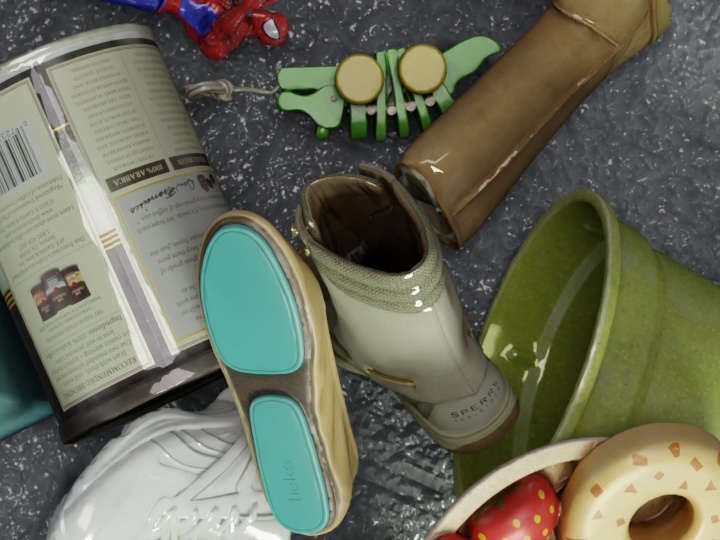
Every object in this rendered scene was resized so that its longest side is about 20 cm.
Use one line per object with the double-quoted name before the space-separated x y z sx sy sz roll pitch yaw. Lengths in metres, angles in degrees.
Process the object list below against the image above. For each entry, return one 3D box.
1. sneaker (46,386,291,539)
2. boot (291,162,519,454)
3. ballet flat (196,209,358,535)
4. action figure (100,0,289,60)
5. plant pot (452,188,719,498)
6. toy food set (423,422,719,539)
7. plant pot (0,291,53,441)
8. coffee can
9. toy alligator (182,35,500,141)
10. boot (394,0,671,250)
"sneaker" -0.085 0.127 0.930 0.199 0.078 0.100 -25 67 -44
"boot" 0.000 0.000 0.922 0.072 0.155 0.200 -39 43 -11
"ballet flat" -0.041 0.048 0.885 0.068 0.063 0.202 4 120 24
"action figure" -0.122 -0.184 0.963 0.198 0.099 0.066 18 56 -23
"plant pot" 0.176 0.079 0.956 0.183 0.200 0.202 20 84 -13
"toy food set" 0.113 0.178 0.857 0.198 0.049 0.200 -17 116 -12
"plant pot" -0.276 0.047 0.920 0.140 0.200 0.142 -27 86 -4
"coffee can" -0.145 -0.021 0.958 0.145 0.146 0.202 -24 86 -4
"toy alligator" -0.008 -0.104 1.015 0.198 0.059 0.055 -10 93 -3
"boot" 0.099 -0.124 0.973 0.200 0.175 0.066 -45 56 -8
